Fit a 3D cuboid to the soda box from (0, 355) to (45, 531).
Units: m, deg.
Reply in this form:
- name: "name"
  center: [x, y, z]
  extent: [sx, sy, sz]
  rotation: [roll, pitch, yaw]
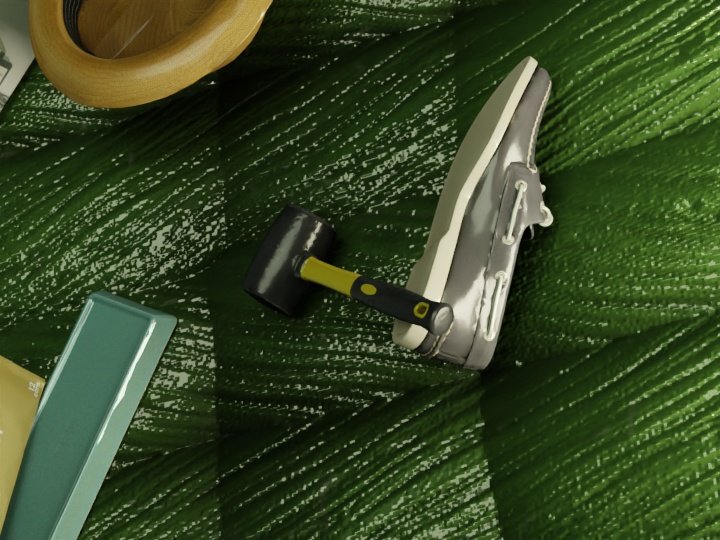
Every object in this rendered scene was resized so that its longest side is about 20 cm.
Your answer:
- name: "soda box"
  center: [-0.269, 0.150, 1.644]
  extent: [0.067, 0.064, 0.201]
  rotation: [-6, 63, 42]

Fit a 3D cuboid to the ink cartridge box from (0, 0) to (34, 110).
- name: "ink cartridge box"
  center: [-0.322, -0.144, 1.801]
  extent: [0.145, 0.084, 0.201]
  rotation: [27, 83, 34]

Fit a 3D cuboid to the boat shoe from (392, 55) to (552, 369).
- name: "boat shoe"
  center: [0.082, -0.033, 1.574]
  extent: [0.062, 0.073, 0.201]
  rotation: [26, 72, -10]

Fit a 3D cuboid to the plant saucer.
- name: "plant saucer"
  center: [-0.189, 0.109, 1.664]
  extent: [0.070, 0.019, 0.201]
  rotation: [18, 79, 32]

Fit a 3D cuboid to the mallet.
- name: "mallet"
  center: [0.000, 0.000, 1.562]
  extent: [0.199, 0.041, 0.066]
  rotation: [9, 70, 54]

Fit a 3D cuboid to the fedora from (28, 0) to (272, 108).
- name: "fedora"
  center: [-0.123, -0.182, 1.717]
  extent: [0.199, 0.082, 0.202]
  rotation: [-11, 60, 19]
